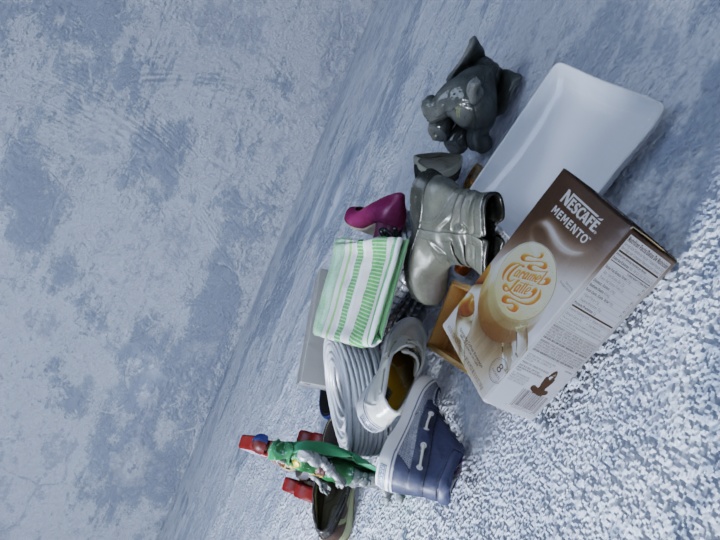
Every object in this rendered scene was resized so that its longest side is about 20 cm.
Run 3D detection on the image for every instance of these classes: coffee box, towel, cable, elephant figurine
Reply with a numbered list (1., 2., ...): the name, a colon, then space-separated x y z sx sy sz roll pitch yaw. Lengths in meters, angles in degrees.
1. coffee box: 0.180 0.024 0.577 0.202 0.078 0.115 -55 32 20
2. towel: -0.007 0.025 0.845 0.198 0.023 0.158 2 76 62
3. cable: -0.010 0.183 0.920 0.200 0.067 0.208 -158 62 -73
4. towel: 0.071 0.012 1.013 0.168 0.084 0.202 -58 17 24
5. elephant figurine: 0.190 -0.303 0.981 0.152 0.142 0.203 8 56 44

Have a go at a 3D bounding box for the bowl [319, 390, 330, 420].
1. bowl: -0.026 0.195 1.160 0.203 0.038 0.204 -57 19 32

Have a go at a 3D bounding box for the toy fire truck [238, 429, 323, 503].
1. toy fire truck: -0.129 0.338 1.081 0.199 0.164 0.116 -29 40 65

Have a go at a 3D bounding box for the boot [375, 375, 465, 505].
1. boot: 0.090 0.206 0.737 0.200 0.087 0.075 -48 -35 -57

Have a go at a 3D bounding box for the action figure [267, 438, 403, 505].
1. action figure: -0.035 0.268 0.808 0.118 0.195 0.056 -42 29 55

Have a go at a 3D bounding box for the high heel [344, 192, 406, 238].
1. high heel: 0.029 -0.107 1.050 0.200 0.066 0.099 43 116 59

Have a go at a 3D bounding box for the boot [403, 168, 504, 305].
1. boot: 0.118 -0.018 0.760 0.130 0.066 0.206 35 139 43

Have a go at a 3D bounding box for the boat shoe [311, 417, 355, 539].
1. boat shoe: -0.039 0.323 0.953 0.066 0.071 0.205 66 -161 -51

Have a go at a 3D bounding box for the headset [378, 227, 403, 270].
1. headset: 0.000 0.000 0.937 0.197 0.093 0.126 -28 37 40

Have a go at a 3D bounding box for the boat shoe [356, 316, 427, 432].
1. boat shoe: 0.059 0.128 0.821 0.070 0.071 0.201 -40 8 41

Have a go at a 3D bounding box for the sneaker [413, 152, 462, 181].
1. sneaker: 0.128 -0.130 0.970 0.201 0.072 0.110 -87 -10 -75

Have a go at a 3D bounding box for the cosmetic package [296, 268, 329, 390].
1. cosmetic package: -0.058 0.111 1.085 0.107 0.087 0.208 135 142 -76

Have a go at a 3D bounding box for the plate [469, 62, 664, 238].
1. plate: 0.228 -0.124 0.697 0.202 0.032 0.201 -57 30 17

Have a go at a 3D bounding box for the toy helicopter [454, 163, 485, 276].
1. toy helicopter: 0.161 -0.102 0.888 0.134 0.077 0.203 -61 4 44

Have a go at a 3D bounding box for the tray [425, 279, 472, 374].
1. tray: 0.149 0.078 0.751 0.101 0.036 0.200 -67 17 0
